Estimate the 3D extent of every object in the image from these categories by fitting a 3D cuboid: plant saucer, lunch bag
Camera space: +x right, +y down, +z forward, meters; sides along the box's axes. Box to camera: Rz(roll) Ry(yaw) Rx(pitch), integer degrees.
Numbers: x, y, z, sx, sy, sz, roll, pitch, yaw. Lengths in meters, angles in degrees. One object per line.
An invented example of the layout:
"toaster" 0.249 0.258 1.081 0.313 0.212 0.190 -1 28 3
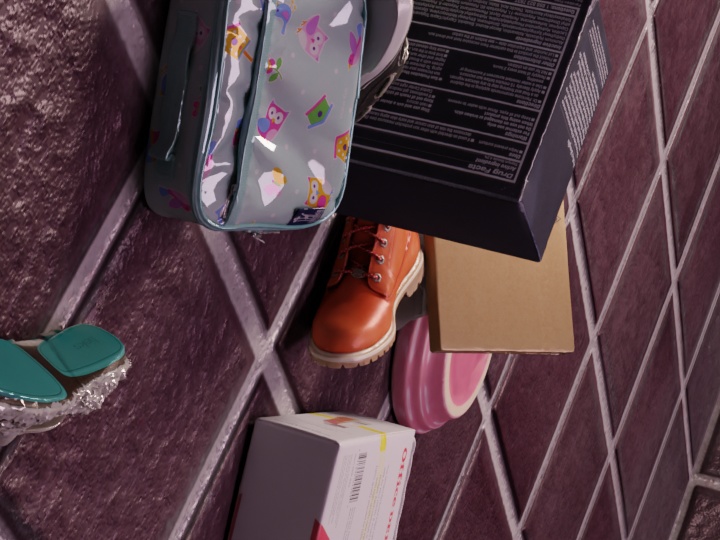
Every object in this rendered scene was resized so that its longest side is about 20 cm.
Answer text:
"plant saucer" 0.092 0.071 2.022 0.200 0.051 0.202 13 90 -69
"lunch bag" -0.075 -0.121 1.400 0.160 0.077 0.201 -4 105 -51

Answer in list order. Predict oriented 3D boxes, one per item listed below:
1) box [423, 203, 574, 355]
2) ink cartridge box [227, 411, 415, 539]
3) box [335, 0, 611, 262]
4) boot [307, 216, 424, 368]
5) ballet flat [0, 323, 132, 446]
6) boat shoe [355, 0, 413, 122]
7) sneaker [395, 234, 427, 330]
"box" 0.126 -0.022 1.851 0.163 0.021 0.201 3 80 -35
"ink cartridge box" -0.033 0.203 1.731 0.200 0.083 0.146 6 98 -69
"box" 0.082 -0.136 1.661 0.123 0.199 0.199 63 45 -60
"boot" 0.000 0.000 1.723 0.200 0.075 0.108 -64 154 -51
"ballet flat" -0.208 0.078 1.239 0.200 0.071 0.072 -7 110 -68
"boat shoe" -0.001 -0.167 1.502 0.063 0.071 0.200 -20 165 -32
"sneaker" 0.087 0.007 1.879 0.200 0.115 0.074 -49 148 -49
